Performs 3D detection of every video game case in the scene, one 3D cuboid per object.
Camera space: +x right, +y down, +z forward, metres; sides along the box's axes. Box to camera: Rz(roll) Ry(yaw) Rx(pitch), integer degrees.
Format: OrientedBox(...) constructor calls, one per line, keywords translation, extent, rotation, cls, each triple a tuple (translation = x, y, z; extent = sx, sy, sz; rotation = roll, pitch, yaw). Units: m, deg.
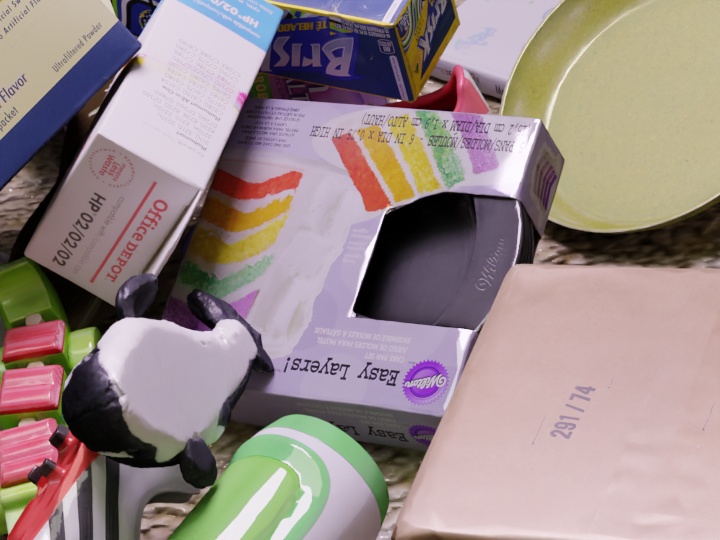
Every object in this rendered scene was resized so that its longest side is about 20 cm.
OrientedBox(translation=(0.159, -0.163, 1.697), extent=(0.181, 0.024, 0.200), rotation=(22, 52, 42), cls="video game case")

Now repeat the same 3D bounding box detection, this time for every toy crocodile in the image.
OrientedBox(translation=(-0.173, 0.080, 1.469), extent=(0.067, 0.062, 0.201), rotation=(-11, 49, 7), cls="toy crocodile")

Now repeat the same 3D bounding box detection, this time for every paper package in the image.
OrientedBox(translation=(0.136, 0.099, 1.295), extent=(0.189, 0.104, 0.201), rotation=(2, 39, 22), cls="paper package")

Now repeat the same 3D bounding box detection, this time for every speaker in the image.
OrientedBox(translation=(-0.068, 0.161, 1.313), extent=(0.088, 0.089, 0.200), rotation=(12, 45, 34), cls="speaker")

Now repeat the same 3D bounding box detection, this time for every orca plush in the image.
OrientedBox(translation=(-0.112, 0.054, 1.351), extent=(0.071, 0.106, 0.200), rotation=(-20, 16, 18), cls="orca plush")

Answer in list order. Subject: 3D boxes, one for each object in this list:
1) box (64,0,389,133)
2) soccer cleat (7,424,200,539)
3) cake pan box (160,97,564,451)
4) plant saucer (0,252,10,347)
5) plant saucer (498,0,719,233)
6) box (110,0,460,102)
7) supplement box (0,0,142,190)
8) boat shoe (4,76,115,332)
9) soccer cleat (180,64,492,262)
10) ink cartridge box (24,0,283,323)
OrientedBox(translation=(-0.097, -0.162, 1.739), extent=(0.199, 0.097, 0.176), rotation=(-16, 36, 3), cls="box")
OrientedBox(translation=(-0.153, 0.163, 1.362), extent=(0.201, 0.085, 0.069), rotation=(-60, 10, -24), cls="soccer cleat")
OrientedBox(translation=(0.000, 0.000, 1.476), extent=(0.199, 0.052, 0.185), rotation=(7, 66, 28), cls="cake pan box")
OrientedBox(translation=(-0.283, 0.035, 1.597), extent=(0.199, 0.050, 0.201), rotation=(-12, 36, 8), cls="plant saucer")
OrientedBox(translation=(0.172, -0.101, 1.556), extent=(0.199, 0.031, 0.201), rotation=(-20, 50, 25), cls="plant saucer")
OrientedBox(translation=(-0.047, -0.158, 1.592), extent=(0.199, 0.065, 0.070), rotation=(13, 54, 27), cls="box")
OrientedBox(translation=(-0.254, -0.135, 1.514), extent=(0.134, 0.200, 0.200), rotation=(-47, 9, -17), cls="supplement box")
OrientedBox(translation=(-0.151, -0.024, 1.606), extent=(0.073, 0.067, 0.201), rotation=(2, 53, 23), cls="boat shoe")
OrientedBox(translation=(-0.016, -0.056, 1.582), extent=(0.199, 0.077, 0.067), rotation=(-20, 36, -5), cls="soccer cleat")
OrientedBox(translation=(-0.119, -0.063, 1.506), extent=(0.068, 0.115, 0.201), rotation=(29, 44, -8), cls="ink cartridge box")
